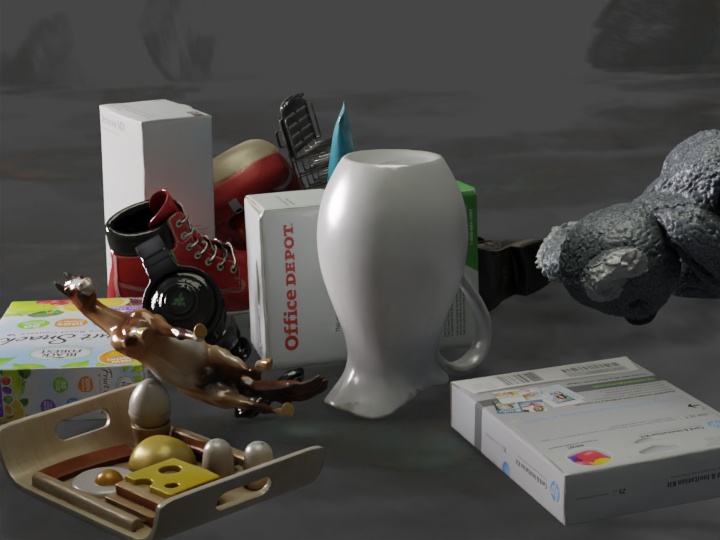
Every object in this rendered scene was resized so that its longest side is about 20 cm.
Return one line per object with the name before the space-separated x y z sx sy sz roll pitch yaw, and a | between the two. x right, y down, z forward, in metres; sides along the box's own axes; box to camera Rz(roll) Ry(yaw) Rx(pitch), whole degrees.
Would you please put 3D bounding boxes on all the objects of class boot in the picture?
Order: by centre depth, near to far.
boot | -0.139 -0.018 1.421 0.199 0.145 0.073 -9 42 -18
boot | 0.083 -0.001 1.540 0.199 0.070 0.174 -8 10 -38

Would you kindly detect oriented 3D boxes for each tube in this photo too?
tube | -0.015 -0.058 1.472 0.050 0.201 0.077 -3 16 -2

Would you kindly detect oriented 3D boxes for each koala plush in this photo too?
koala plush | 0.271 -0.023 1.409 0.199 0.185 0.177 -16 16 -7

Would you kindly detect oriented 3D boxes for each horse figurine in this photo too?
horse figurine | -0.124 0.064 1.127 0.199 0.050 0.132 29 -15 -30

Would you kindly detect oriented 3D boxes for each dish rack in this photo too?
dish rack | -0.034 -0.096 1.640 0.054 0.201 0.153 -15 11 12

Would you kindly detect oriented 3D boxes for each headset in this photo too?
headset | -0.122 0.046 1.263 0.094 0.124 0.200 -29 50 -5

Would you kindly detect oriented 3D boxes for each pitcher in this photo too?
pitcher | 0.044 0.003 1.237 0.171 0.201 0.121 -13 19 -42

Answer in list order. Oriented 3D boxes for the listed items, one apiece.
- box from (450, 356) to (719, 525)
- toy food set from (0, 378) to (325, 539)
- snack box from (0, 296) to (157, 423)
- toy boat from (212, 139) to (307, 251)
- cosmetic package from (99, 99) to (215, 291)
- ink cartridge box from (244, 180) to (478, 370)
box | 0.173 0.117 1.098 0.155 0.041 0.200 -7 15 -18
toy food set | -0.143 0.125 1.065 0.143 0.061 0.199 -15 19 -42
snack box | -0.243 0.073 1.290 0.141 0.053 0.200 -3 15 -1
toy boat | -0.112 -0.049 1.624 0.130 0.131 0.200 -32 -21 3
cosmetic package | -0.202 -0.064 1.514 0.081 0.201 0.113 -11 17 -30
ink cartridge box | 0.000 0.000 1.356 0.199 0.147 0.083 -5 13 -16
